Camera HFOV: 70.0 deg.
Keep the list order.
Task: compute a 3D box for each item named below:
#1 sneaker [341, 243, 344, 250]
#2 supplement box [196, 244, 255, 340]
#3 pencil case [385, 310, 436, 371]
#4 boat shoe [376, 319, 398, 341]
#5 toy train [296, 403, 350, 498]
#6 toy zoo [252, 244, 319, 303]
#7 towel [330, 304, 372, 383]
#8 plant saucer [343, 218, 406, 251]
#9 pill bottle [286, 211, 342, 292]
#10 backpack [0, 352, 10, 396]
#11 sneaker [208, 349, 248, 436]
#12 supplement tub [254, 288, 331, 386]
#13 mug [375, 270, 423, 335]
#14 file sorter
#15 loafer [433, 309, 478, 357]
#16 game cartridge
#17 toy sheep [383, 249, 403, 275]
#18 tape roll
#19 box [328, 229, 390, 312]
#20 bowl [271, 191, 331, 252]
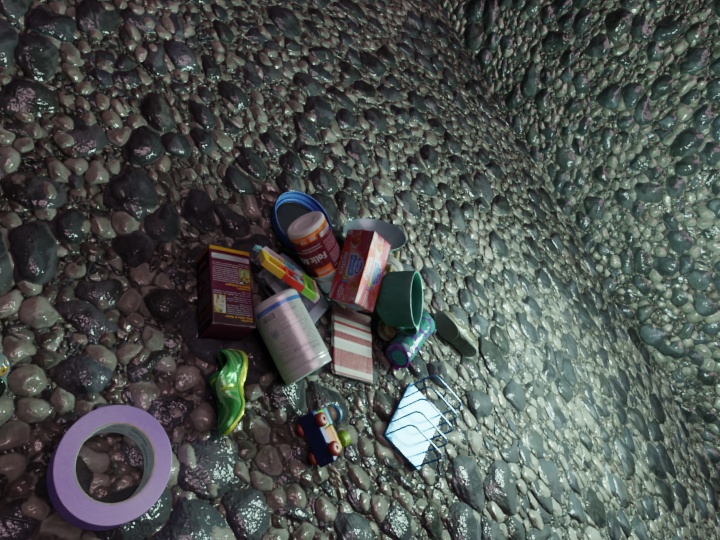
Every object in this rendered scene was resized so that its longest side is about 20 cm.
[{"bbox_3d":[-0.013,-0.029,1.558,0.075,0.091,0.203,24,48,-25],"label":"sneaker"},{"bbox_3d":[-0.322,0.055,1.222,0.109,0.085,0.204,11,56,-37],"label":"supplement box"},{"bbox_3d":[0.155,0.208,1.556,0.084,0.094,0.200,26,38,20],"label":"pencil case"},{"bbox_3d":[0.111,0.129,1.578,0.075,0.072,0.202,36,45,-18],"label":"boat shoe"},{"bbox_3d":[-0.062,0.424,1.228,0.115,0.084,0.203,-9,69,-59],"label":"toy train"},{"bbox_3d":[-0.193,0.000,1.320,0.199,0.021,0.131,37,8,-19],"label":"toy zoo"},{"bbox_3d":[-0.024,0.206,1.443,0.142,0.023,0.204,22,52,-34],"label":"towel"},{"bbox_3d":[0.041,-0.097,1.572,0.196,0.039,0.202,7,31,-4],"label":"plant saucer"},{"bbox_3d":[-0.112,-0.049,1.419,0.202,0.112,0.115,63,35,-28],"label":"pill bottle"},{"bbox_3d":[-0.658,0.174,0.775,0.198,0.176,0.155,34,28,-18],"label":"backpack"},{"bbox_3d":[-0.297,0.263,1.122,0.083,0.074,0.203,25,40,-31],"label":"sneaker"},{"bbox_3d":[-0.170,0.161,1.257,0.131,0.131,0.203,-21,79,-47],"label":"supplement tub"},{"bbox_3d":[0.106,0.096,1.447,0.152,0.112,0.190,-3,92,-70],"label":"mug"},{"bbox_3d":[0.179,0.411,1.417,0.139,0.122,0.201,47,42,-7],"label":"file sorter"},{"bbox_3d":[0.320,0.205,1.729,0.201,0.075,0.070,48,30,-13],"label":"loafer"},{"bbox_3d":[-0.179,0.055,1.391,0.201,0.041,0.133,49,45,-5],"label":"game cartridge"},{"bbox_3d":[0.071,0.014,1.574,0.138,0.137,0.201,46,36,-7],"label":"toy sheep"},{"bbox_3d":[-0.448,0.352,0.927,0.197,0.065,0.204,24,49,-30],"label":"tape roll"},{"bbox_3d":[0.000,0.000,1.399,0.099,0.094,0.204,33,69,-52],"label":"box"},{"bbox_3d":[-0.174,-0.138,1.520,0.198,0.039,0.204,23,50,-30],"label":"bowl"}]
